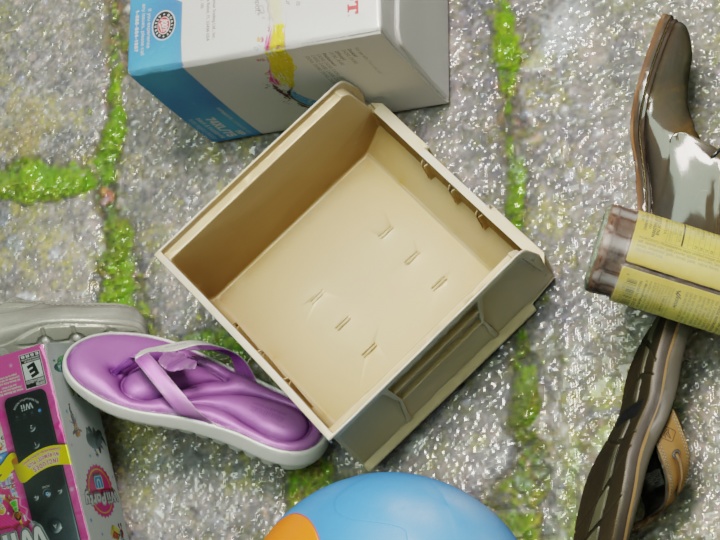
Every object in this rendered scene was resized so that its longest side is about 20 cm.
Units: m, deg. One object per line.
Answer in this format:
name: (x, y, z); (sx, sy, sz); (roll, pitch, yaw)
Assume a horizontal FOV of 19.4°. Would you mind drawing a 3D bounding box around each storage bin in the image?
storage bin: (0.000, 0.000, 1.494); (0.199, 0.094, 0.200); (-44, 62, -4)

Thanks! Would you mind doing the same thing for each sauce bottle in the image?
sauce bottle: (0.247, 0.015, 1.382); (0.199, 0.065, 0.065); (19, 80, 3)

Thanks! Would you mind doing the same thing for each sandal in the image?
sandal: (-0.114, 0.079, 1.518); (0.202, 0.050, 0.083); (18, 41, 4)
sandal: (0.194, 0.120, 1.405); (0.054, 0.082, 0.201); (23, 70, -7)

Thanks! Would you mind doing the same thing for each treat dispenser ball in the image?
treat dispenser ball: (0.019, 0.231, 1.360); (0.200, 0.201, 0.202); (-7, 70, 21)

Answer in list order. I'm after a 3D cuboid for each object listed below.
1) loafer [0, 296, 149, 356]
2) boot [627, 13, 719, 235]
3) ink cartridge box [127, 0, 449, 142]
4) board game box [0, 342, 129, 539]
loafer: (-0.256, 0.047, 1.612); (0.199, 0.070, 0.070); (-4, 40, 9)
boot: (0.233, -0.074, 1.450); (0.096, 0.075, 0.201); (7, 85, 15)
ink cartridge box: (-0.050, -0.199, 1.560); (0.199, 0.146, 0.147); (-7, 70, 21)
board game box: (-0.257, 0.167, 1.549); (0.147, 0.064, 0.201); (-17, 84, 18)
